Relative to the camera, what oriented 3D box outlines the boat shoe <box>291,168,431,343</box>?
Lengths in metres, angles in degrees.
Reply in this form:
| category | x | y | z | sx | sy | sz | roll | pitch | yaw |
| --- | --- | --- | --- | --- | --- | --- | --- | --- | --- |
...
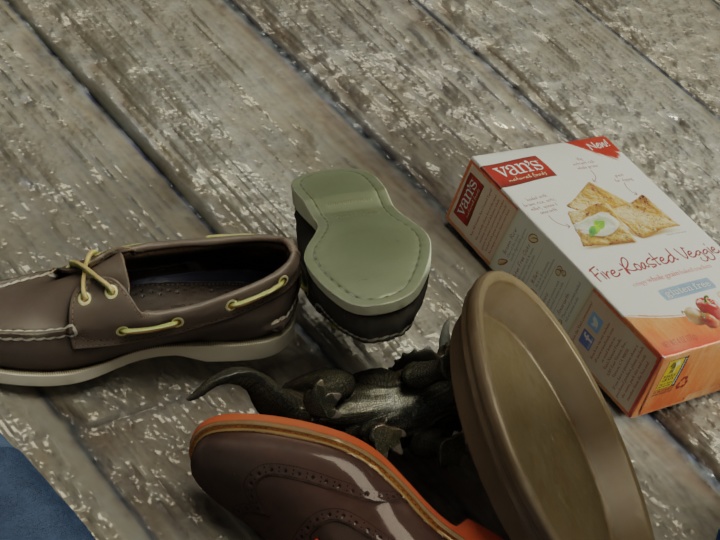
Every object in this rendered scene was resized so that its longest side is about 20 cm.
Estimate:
| category | x | y | z | sx | sy | sz | roll | pitch | yaw |
| --- | --- | --- | --- | --- | --- | --- | --- | --- | --- |
| boat shoe | 0.000 | 0.000 | 0.946 | 0.071 | 0.061 | 0.202 | -6 | 23 | -7 |

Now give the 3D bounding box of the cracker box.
| category | x | y | z | sx | sy | sz | roll | pitch | yaw |
| --- | --- | --- | --- | --- | --- | --- | --- | --- | --- |
| cracker box | 0.168 | -0.003 | 1.086 | 0.133 | 0.058 | 0.200 | -12 | 47 | -38 |

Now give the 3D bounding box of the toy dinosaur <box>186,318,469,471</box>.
| category | x | y | z | sx | sy | sz | roll | pitch | yaw |
| --- | --- | --- | --- | --- | --- | --- | --- | --- | --- |
| toy dinosaur | 0.002 | 0.076 | 0.890 | 0.198 | 0.102 | 0.078 | -12 | 87 | -22 |

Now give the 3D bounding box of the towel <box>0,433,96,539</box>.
| category | x | y | z | sx | sy | sz | roll | pitch | yaw |
| --- | --- | --- | --- | --- | --- | --- | --- | --- | --- |
| towel | -0.201 | 0.108 | 0.760 | 0.111 | 0.049 | 0.200 | -20 | 52 | -43 |

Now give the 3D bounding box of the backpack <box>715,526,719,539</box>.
| category | x | y | z | sx | sy | sz | roll | pitch | yaw |
| --- | --- | --- | --- | --- | --- | --- | --- | --- | --- |
| backpack | 0.283 | 0.129 | 0.863 | 0.163 | 0.154 | 0.200 | 47 | -13 | -20 |

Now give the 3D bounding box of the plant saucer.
| category | x | y | z | sx | sy | sz | roll | pitch | yaw |
| --- | --- | --- | --- | --- | --- | --- | --- | --- | --- |
| plant saucer | 0.101 | 0.097 | 0.865 | 0.200 | 0.029 | 0.201 | 50 | 24 | -32 |

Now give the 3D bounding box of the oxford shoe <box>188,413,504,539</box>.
| category | x | y | z | sx | sy | sz | roll | pitch | yaw |
| --- | --- | --- | --- | --- | --- | --- | --- | --- | --- |
| oxford shoe | -0.003 | 0.137 | 0.809 | 0.198 | 0.072 | 0.073 | 27 | 41 | 6 |

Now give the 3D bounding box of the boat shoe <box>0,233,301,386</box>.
| category | x | y | z | sx | sy | sz | roll | pitch | yaw |
| --- | --- | --- | --- | --- | --- | --- | --- | --- | --- |
| boat shoe | -0.127 | 0.016 | 0.891 | 0.197 | 0.060 | 0.072 | -4 | 42 | -18 |
